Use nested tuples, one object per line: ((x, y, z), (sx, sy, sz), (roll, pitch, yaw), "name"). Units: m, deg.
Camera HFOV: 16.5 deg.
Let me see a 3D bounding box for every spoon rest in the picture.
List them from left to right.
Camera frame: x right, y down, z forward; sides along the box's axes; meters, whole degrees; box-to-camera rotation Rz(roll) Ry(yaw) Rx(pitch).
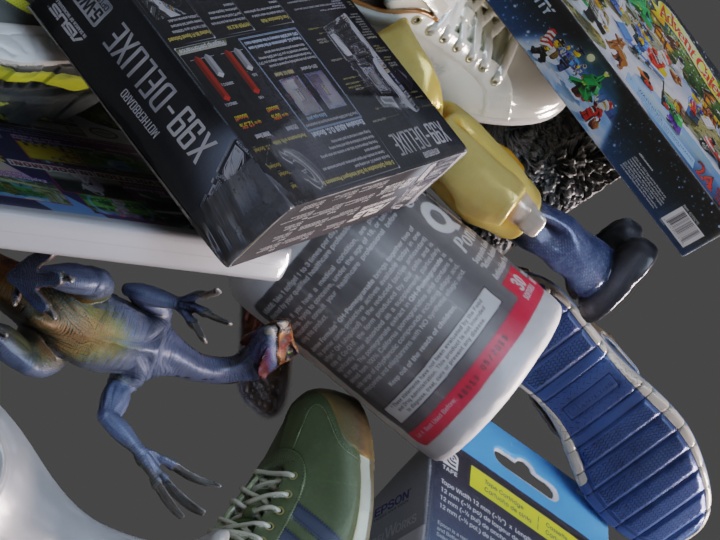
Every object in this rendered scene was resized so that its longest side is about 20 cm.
((-0.167, 0.118, 1.236), (0.199, 0.061, 0.100), (25, 64, -16), "spoon rest")

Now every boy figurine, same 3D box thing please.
((0.067, -0.058, 1.351), (0.200, 0.124, 0.064), (41, 100, -15), "boy figurine")

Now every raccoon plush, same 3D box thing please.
((0.080, -0.088, 1.444), (0.200, 0.097, 0.134), (-37, 95, -36), "raccoon plush")

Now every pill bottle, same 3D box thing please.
((0.000, 0.000, 1.329), (0.200, 0.111, 0.111), (39, 58, -4), "pill bottle")

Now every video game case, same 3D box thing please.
((-0.157, -0.054, 1.212), (0.199, 0.182, 0.023), (8, 114, -36), "video game case")

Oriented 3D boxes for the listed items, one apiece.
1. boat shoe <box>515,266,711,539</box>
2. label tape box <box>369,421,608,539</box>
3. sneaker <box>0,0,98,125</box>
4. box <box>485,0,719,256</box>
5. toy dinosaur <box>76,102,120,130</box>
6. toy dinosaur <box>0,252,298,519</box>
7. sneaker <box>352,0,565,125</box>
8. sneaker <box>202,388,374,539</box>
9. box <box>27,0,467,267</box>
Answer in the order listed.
((0.138, 0.072, 1.444), (0.072, 0.072, 0.200), (-32, 110, 8), "boat shoe")
((0.067, 0.183, 1.376), (0.143, 0.066, 0.201), (36, 37, -26), "label tape box")
((-0.206, -0.123, 1.161), (0.199, 0.074, 0.085), (11, 54, -43), "sneaker")
((0.148, -0.122, 1.412), (0.200, 0.038, 0.137), (51, 29, -16), "box")
((-0.168, -0.120, 1.246), (0.199, 0.047, 0.088), (20, 60, -11), "toy dinosaur")
((-0.119, 0.019, 1.248), (0.200, 0.105, 0.181), (48, 18, 23), "toy dinosaur")
((0.042, -0.137, 1.363), (0.199, 0.085, 0.073), (25, 78, -20), "sneaker")
((-0.051, 0.152, 1.299), (0.090, 0.067, 0.201), (20, 70, -36), "sneaker")
((-0.048, -0.092, 1.209), (0.158, 0.050, 0.200), (52, 27, 8), "box")
